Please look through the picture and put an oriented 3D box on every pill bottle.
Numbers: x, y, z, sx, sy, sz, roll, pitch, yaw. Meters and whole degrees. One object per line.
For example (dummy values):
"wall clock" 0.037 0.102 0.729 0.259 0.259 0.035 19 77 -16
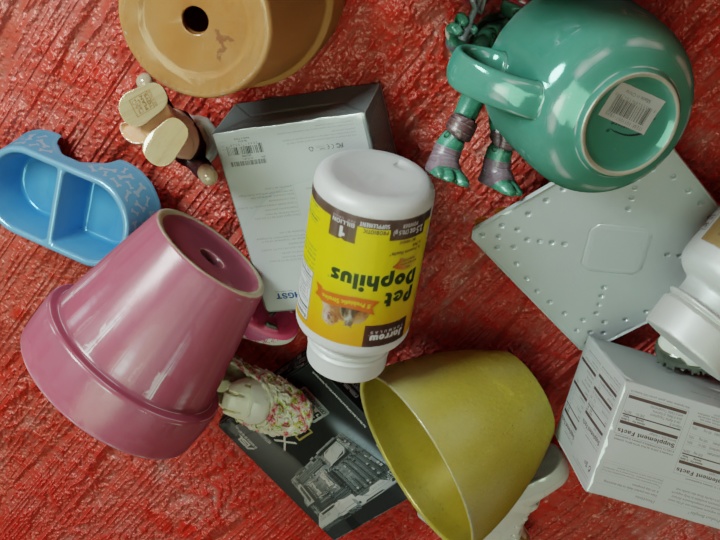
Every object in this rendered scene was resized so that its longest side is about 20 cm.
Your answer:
"pill bottle" 0.344 -0.007 1.017 0.114 0.114 0.200 39 93 -10
"pill bottle" 0.000 0.000 1.071 0.108 0.109 0.201 13 122 7

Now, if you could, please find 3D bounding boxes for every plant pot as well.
"plant pot" -0.194 0.049 1.131 0.199 0.200 0.179 37 105 -8
"plant pot" -0.123 -0.242 1.033 0.198 0.140 0.202 7 121 11
"plant pot" 0.111 0.160 1.192 0.141 0.200 0.201 -28 117 -18

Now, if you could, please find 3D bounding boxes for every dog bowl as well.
"dog bowl" -0.299 -0.070 1.204 0.199 0.050 0.112 22 112 16

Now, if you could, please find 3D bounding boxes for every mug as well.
"mug" 0.176 -0.133 0.946 0.184 0.115 0.153 -26 127 -5

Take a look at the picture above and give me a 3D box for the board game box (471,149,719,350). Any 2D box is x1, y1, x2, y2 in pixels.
"board game box" 0.238 -0.027 1.105 0.199 0.026 0.200 -31 123 28

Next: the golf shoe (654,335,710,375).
"golf shoe" 0.370 0.037 1.108 0.198 0.077 0.089 -16 116 13

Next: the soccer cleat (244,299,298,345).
"soccer cleat" -0.159 0.030 1.253 0.199 0.070 0.087 30 132 3

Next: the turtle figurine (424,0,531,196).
"turtle figurine" 0.128 -0.171 1.033 0.148 0.101 0.202 12 106 -15

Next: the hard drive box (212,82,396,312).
"hard drive box" -0.038 -0.067 1.151 0.154 0.077 0.201 -5 118 17

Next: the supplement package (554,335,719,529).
"supplement package" 0.306 0.159 1.117 0.198 0.156 0.112 17 101 -5

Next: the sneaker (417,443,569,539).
"sneaker" 0.172 0.265 1.301 0.199 0.074 0.116 -30 111 38

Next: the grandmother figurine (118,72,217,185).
"grandmother figurine" -0.173 -0.128 1.093 0.060 0.200 0.122 -23 87 2

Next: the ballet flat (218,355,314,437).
"ballet flat" -0.143 0.125 1.260 0.199 0.064 0.076 25 107 26

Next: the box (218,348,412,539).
"box" -0.036 0.192 1.320 0.157 0.050 0.200 -34 106 29
